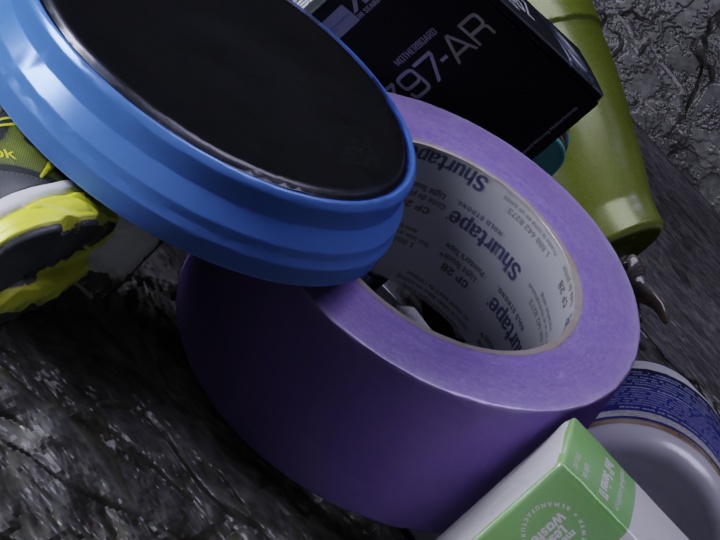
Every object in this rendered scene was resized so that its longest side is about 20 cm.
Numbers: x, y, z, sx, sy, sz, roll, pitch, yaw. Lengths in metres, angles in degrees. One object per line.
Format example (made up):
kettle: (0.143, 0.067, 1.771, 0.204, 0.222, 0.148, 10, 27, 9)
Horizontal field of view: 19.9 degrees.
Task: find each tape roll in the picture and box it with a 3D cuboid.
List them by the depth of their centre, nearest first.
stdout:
tape roll: (0.022, 0.015, 0.935, 0.198, 0.085, 0.201, 20, 38, -16)

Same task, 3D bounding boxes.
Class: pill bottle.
pill bottle: (0.146, 0.117, 1.116, 0.116, 0.116, 0.200, 47, 15, -2)

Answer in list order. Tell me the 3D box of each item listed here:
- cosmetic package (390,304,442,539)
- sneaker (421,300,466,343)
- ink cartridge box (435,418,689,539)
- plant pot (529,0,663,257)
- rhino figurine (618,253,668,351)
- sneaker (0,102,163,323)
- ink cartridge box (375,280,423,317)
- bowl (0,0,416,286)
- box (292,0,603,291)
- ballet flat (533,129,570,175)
cosmetic package: (0.050, 0.105, 0.995, 0.201, 0.051, 0.082, 53, 16, 21)
sneaker: (0.086, 0.003, 1.143, 0.115, 0.076, 0.201, 26, 32, -27)
ink cartridge box: (0.113, 0.178, 0.849, 0.200, 0.117, 0.067, 46, 15, -2)
plant pot: (0.116, -0.081, 1.461, 0.194, 0.199, 0.200, 63, 18, 13)
rhino figurine: (0.104, 0.010, 1.213, 0.059, 0.088, 0.199, -10, 17, -44)
sneaker: (-0.123, -0.038, 0.827, 0.085, 0.074, 0.200, 48, 14, 6)
ink cartridge box: (0.000, 0.000, 1.160, 0.200, 0.039, 0.099, 45, 14, -3)
bowl: (-0.063, -0.076, 0.843, 0.199, 0.039, 0.201, 28, 27, -16)
box: (-0.003, -0.076, 1.019, 0.160, 0.200, 0.044, 36, 22, -39)
ballet flat: (0.032, -0.112, 1.077, 0.200, 0.074, 0.074, 36, 18, -39)
